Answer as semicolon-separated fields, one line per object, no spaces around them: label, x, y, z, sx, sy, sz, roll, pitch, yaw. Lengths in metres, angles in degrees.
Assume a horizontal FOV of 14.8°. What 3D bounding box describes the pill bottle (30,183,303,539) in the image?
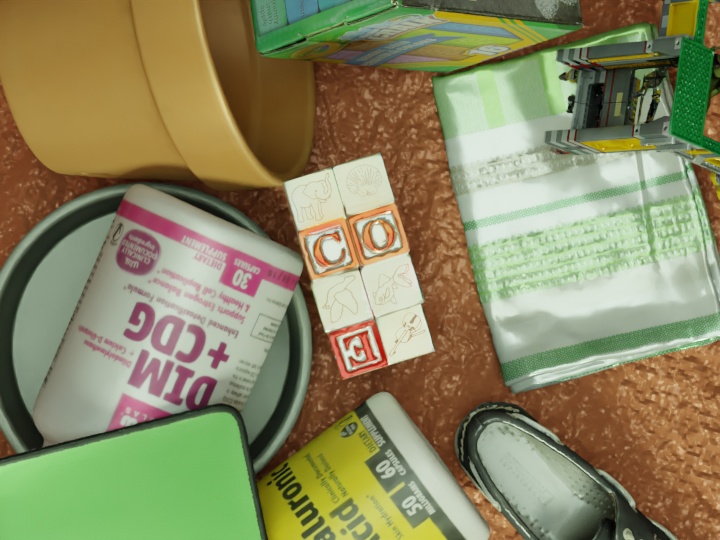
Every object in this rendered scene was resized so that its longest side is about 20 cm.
pill bottle;-0.121;0.061;1.603;0.113;0.113;0.200;23;90;0

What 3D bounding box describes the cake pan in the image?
cake pan;-0.128;0.047;1.679;0.200;0.037;0.201;0;89;0

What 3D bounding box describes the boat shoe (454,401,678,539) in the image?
boat shoe;0.137;0.156;1.666;0.074;0.060;0.200;-43;90;-1

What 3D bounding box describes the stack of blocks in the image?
stack of blocks;0.000;0.000;1.598;0.058;0.200;0.115;-17;89;-1

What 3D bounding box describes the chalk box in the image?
chalk box;0.011;-0.190;1.579;0.200;0.124;0.125;3;79;-42

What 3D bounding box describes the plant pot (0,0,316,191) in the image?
plant pot;-0.124;-0.136;1.613;0.140;0.200;0.201;-10;90;16

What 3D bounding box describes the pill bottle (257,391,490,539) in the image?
pill bottle;-0.032;0.172;1.642;0.200;0.111;0.111;-38;90;0

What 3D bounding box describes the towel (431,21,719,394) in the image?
towel;0.135;-0.038;1.683;0.149;0.031;0.201;-15;90;-1

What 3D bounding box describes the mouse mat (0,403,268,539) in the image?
mouse mat;-0.125;0.185;1.561;0.160;0.008;0.201;-13;105;-12

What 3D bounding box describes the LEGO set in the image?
LEGO set;0.185;-0.131;1.642;0.154;0.116;0.201;7;84;-43
